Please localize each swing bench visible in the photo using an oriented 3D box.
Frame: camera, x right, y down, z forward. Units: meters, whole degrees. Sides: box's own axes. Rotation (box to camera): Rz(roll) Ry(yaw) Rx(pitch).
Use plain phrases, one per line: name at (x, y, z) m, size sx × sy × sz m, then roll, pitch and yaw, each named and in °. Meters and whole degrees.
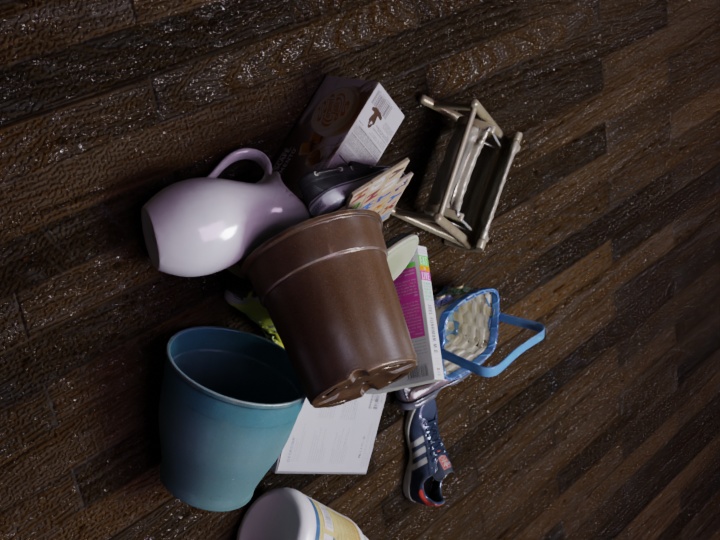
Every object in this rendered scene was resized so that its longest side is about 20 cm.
swing bench at (0.165, -0.151, 1.595) m, size 0.199 × 0.129 × 0.202 m, roll 23°, pitch 85°, yaw -46°

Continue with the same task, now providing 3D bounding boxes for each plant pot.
plant pot at (-0.184, 0.206, 1.316) m, size 0.198 × 0.199 × 0.191 m, roll -2°, pitch 118°, yaw -44°
plant pot at (-0.029, 0.057, 1.265) m, size 0.198 × 0.200 × 0.201 m, roll -4°, pitch 66°, yaw -44°

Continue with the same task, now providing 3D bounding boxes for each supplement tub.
supplement tub at (-0.079, 0.430, 1.501) m, size 0.200 × 0.143 × 0.146 m, roll 40°, pitch 73°, yaw -43°

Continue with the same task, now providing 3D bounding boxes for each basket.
basket at (0.182, 0.107, 1.624) m, size 0.175 × 0.198 × 0.141 m, roll -27°, pitch 127°, yaw -44°

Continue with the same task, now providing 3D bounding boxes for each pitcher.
pitcher at (-0.186, -0.082, 1.279) m, size 0.197 × 0.173 × 0.122 m, roll -15°, pitch 143°, yaw -23°

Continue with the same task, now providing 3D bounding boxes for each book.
book at (0.054, 0.076, 1.492) m, size 0.048 × 0.132 × 0.204 m, roll 9°, pitch 70°, yaw -50°

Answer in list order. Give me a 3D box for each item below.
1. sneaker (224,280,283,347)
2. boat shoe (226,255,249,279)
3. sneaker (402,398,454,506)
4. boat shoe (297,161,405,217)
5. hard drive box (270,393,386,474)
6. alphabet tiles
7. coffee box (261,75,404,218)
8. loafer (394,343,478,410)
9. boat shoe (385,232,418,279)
sneaker at (-0.117, 0.074, 1.417) m, size 0.198 × 0.075 × 0.077 m, roll 25°, pitch 93°, yaw -40°
boat shoe at (-0.111, -0.007, 1.404) m, size 0.199 × 0.064 × 0.073 m, roll 22°, pitch 86°, yaw -46°
sneaker at (0.127, 0.316, 1.716) m, size 0.074 × 0.084 × 0.204 m, roll -13°, pitch 110°, yaw -41°
boat shoe at (-0.008, -0.119, 1.318) m, size 0.057 × 0.069 × 0.199 m, roll 54°, pitch 35°, yaw 10°
hard drive box at (-0.062, 0.226, 1.509) m, size 0.198 × 0.076 × 0.159 m, roll 14°, pitch 91°, yaw -46°
alphabet tiles at (0.003, -0.079, 1.338) m, size 0.166 × 0.200 × 0.008 m, roll -34°, pitch 78°, yaw -26°
coffee box at (-0.042, -0.170, 1.396) m, size 0.080 × 0.113 × 0.202 m, roll 44°, pitch 71°, yaw -43°
loafer at (0.136, 0.166, 1.698) m, size 0.199 × 0.071 × 0.064 m, roll -32°, pitch 118°, yaw -31°
boat shoe at (0.000, 0.002, 1.429) m, size 0.199 × 0.066 × 0.075 m, roll -44°, pitch 150°, yaw -17°
